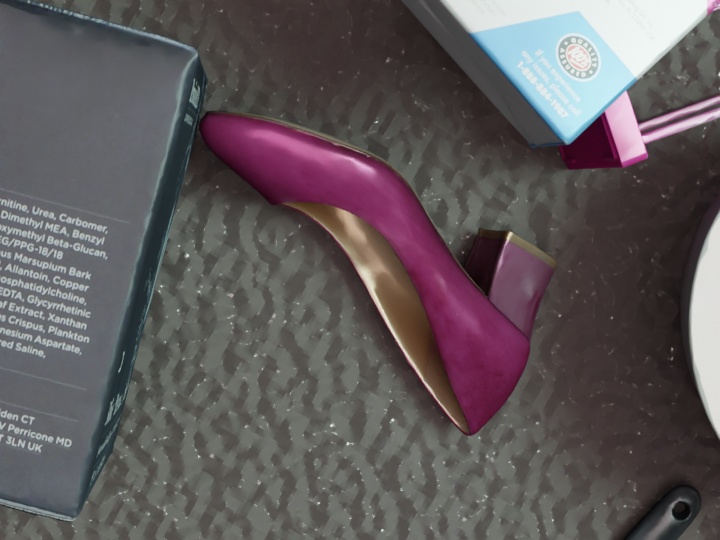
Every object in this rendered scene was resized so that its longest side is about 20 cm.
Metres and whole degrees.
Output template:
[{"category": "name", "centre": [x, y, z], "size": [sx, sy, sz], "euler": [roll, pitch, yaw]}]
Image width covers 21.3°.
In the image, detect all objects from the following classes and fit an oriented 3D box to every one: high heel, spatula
[{"category": "high heel", "centre": [0.000, 0.000, 0.905], "size": [0.199, 0.067, 0.097], "euler": [26, 82, -17]}, {"category": "spatula", "centre": [0.103, 0.185, 0.957], "size": [0.056, 0.021, 0.200], "euler": [39, 89, -10]}]

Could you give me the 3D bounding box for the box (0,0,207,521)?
[{"category": "box", "centre": [-0.147, -0.012, 0.848], "size": [0.117, 0.197, 0.201], "euler": [14, 92, -4]}]

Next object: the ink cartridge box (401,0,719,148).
[{"category": "ink cartridge box", "centre": [0.112, -0.159, 0.779], "size": [0.200, 0.068, 0.115], "euler": [-42, 96, -4]}]

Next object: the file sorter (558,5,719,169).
[{"category": "file sorter", "centre": [0.132, -0.162, 0.883], "size": [0.125, 0.139, 0.201], "euler": [-19, 94, -3]}]

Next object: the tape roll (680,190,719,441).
[{"category": "tape roll", "centre": [0.249, 0.022, 0.882], "size": [0.202, 0.139, 0.204], "euler": [0, 92, 8]}]
